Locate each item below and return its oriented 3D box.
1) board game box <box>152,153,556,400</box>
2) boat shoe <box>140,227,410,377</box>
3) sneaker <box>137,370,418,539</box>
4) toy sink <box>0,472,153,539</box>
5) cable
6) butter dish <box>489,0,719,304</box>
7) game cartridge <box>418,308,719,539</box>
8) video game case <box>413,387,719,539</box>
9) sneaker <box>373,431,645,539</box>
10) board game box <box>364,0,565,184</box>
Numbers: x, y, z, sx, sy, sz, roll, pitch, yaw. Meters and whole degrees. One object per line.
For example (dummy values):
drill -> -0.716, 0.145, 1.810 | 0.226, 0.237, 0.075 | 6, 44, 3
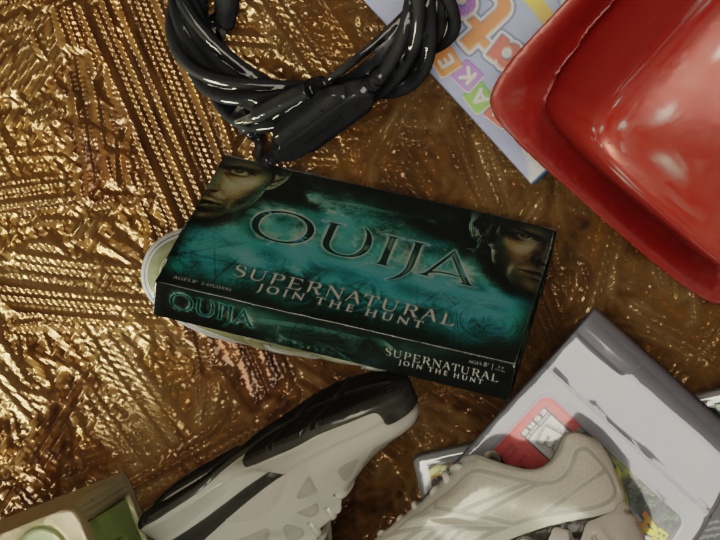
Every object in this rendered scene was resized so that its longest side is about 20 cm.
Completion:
board game box -> 0.000, 0.000, 1.269 | 0.200, 0.135, 0.028 | 13, 127, 7
boat shoe -> -0.032, 0.016, 1.308 | 0.200, 0.062, 0.072 | 12, 95, 8
sneaker -> -0.023, 0.141, 1.303 | 0.200, 0.076, 0.115 | -32, 97, 31
toy sink -> -0.174, 0.202, 1.274 | 0.112, 0.200, 0.130 | -22, 89, 10
cable -> -0.025, -0.162, 1.282 | 0.200, 0.051, 0.163 | -36, 72, 35
butter dish -> 0.205, -0.084, 1.203 | 0.200, 0.148, 0.199 | 39, 102, -17
game cartridge -> 0.115, 0.138, 1.286 | 0.133, 0.041, 0.200 | 41, 99, 1
video game case -> 0.147, 0.173, 1.312 | 0.200, 0.023, 0.182 | -13, 92, 10
sneaker -> 0.052, 0.147, 1.251 | 0.200, 0.075, 0.081 | -17, 77, 8
board game box -> 0.120, -0.170, 1.286 | 0.200, 0.037, 0.151 | -43, 87, 10
